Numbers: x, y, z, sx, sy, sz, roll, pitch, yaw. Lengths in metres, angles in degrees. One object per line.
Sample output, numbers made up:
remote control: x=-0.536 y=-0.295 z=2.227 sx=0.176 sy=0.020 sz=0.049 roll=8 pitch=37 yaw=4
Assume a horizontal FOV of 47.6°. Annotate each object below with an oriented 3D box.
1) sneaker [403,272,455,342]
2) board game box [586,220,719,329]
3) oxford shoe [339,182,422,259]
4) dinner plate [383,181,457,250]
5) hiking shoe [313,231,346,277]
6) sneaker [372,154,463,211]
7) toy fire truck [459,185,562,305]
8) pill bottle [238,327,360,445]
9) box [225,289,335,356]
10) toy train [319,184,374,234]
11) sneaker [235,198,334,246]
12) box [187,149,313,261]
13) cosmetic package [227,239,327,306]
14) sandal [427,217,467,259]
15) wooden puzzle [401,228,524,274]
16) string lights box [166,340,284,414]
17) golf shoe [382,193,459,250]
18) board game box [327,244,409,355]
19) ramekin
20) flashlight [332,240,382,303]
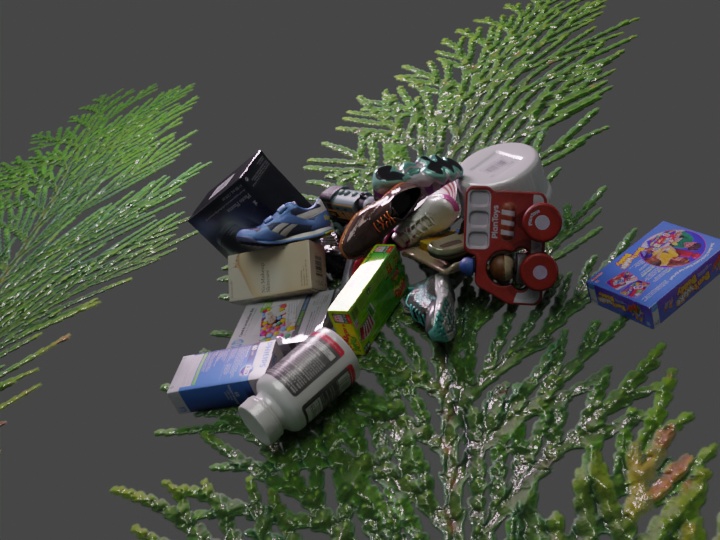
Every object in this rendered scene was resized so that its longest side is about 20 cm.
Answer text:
sneaker: x=0.121 y=0.073 z=1.463 sx=0.090 sy=0.078 sz=0.200 roll=-17 pitch=22 yaw=15
board game box: x=0.495 y=0.003 z=1.355 sx=0.199 sy=0.045 sz=0.134 roll=-34 pitch=33 yaw=-19
oxford shoe: x=0.038 y=-0.100 z=1.571 sx=0.200 sy=0.071 sz=0.072 roll=-46 pitch=12 yaw=-9
dinner plate: x=0.130 y=-0.121 z=1.744 sx=0.199 sy=0.024 sz=0.201 roll=-32 pitch=34 yaw=25
hiking shoe: x=-0.057 y=-0.048 z=1.743 sx=0.199 sy=0.076 sz=0.101 roll=13 pitch=48 yaw=44
sneaker: x=0.113 y=-0.160 z=1.697 sx=0.198 sy=0.141 sz=0.078 roll=-9 pitch=45 yaw=-14
toy fire truck: x=0.258 y=-0.044 z=1.422 sx=0.166 sy=0.203 sz=0.112 roll=4 pitch=7 yaw=8
pill bottle: x=-0.104 y=0.196 z=1.366 sx=0.200 sy=0.112 sz=0.110 roll=-39 pitch=35 yaw=-27
box: x=-0.149 y=0.111 z=1.593 sx=0.198 sy=0.041 sz=0.157 roll=-11 pitch=32 yaw=20
toy train: x=-0.013 y=-0.125 z=1.783 sx=0.085 sy=0.115 sz=0.199 roll=-37 pitch=26 yaw=-21
sneaker: x=-0.156 y=-0.094 z=1.654 sx=0.197 sy=0.083 sz=0.074 roll=-10 pitch=1 yaw=-6
box: x=-0.229 y=-0.115 z=1.776 sx=0.199 sy=0.198 sz=0.124 roll=-31 pitch=22 yaw=37
cosmetic package: x=-0.171 y=0.008 z=1.678 sx=0.198 sy=0.073 sz=0.105 roll=-11 pitch=77 yaw=24
sandal: x=0.210 y=-0.074 z=1.492 sx=0.199 sy=0.058 sz=0.080 roll=-21 pitch=24 yaw=-27
wooden puzzle: x=0.196 y=-0.048 z=1.555 sx=0.183 sy=0.038 sz=0.200 roll=-18 pitch=17 yaw=-20
string lights box: x=-0.245 y=0.196 z=1.503 sx=0.198 sy=0.059 sz=0.103 roll=-11 pitch=33 yaw=18
golf shoe: x=0.116 y=-0.084 z=1.599 sx=0.092 sy=0.075 sz=0.200 roll=-47 pitch=9 yaw=-36
board game box: x=0.018 y=0.051 z=1.521 sx=0.047 sy=0.102 sz=0.200 roll=2 pitch=39 yaw=33
ramekin: x=0.295 y=-0.184 z=1.714 sx=0.198 sy=0.098 sz=0.201 roll=-16 pitch=31 yaw=10
flashlight: x=0.000 y=0.000 z=1.609 sx=0.067 sy=0.068 sz=0.202 roll=-31 pitch=38 yaw=45
